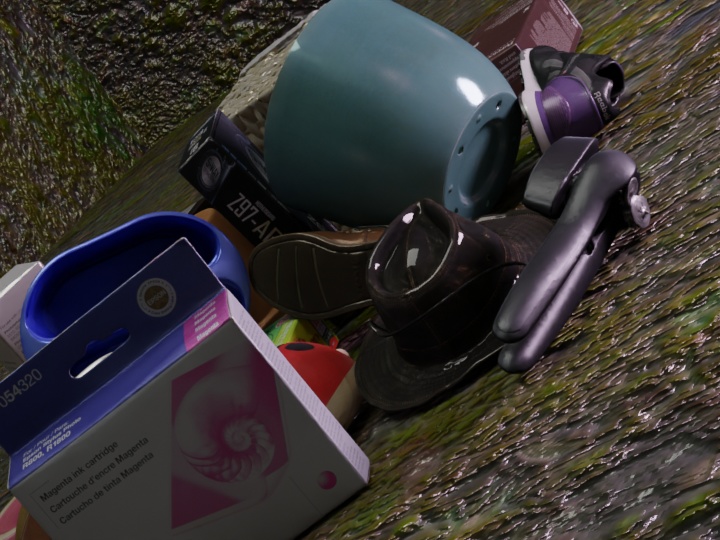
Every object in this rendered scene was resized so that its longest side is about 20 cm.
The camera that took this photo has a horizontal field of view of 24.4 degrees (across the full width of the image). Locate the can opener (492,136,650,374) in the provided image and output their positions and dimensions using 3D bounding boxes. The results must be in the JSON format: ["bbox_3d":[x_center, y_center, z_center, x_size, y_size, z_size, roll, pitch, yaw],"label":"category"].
[{"bbox_3d":[0.135,-0.009,1.097,0.078,0.064,0.201,3,47,32],"label":"can opener"}]

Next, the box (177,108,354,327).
[{"bbox_3d":[-0.077,-0.050,1.516,0.044,0.200,0.160,-43,11,8],"label":"box"}]

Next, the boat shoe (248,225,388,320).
[{"bbox_3d":[0.000,0.000,1.372,0.198,0.073,0.068,1,10,36],"label":"boat shoe"}]

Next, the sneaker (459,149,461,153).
[{"bbox_3d":[0.052,-0.098,1.597,0.115,0.074,0.200,-35,16,10],"label":"sneaker"}]

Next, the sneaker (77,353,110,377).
[{"bbox_3d":[-0.212,0.141,1.307,0.200,0.081,0.146,-47,-31,14],"label":"sneaker"}]

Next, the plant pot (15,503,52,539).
[{"bbox_3d":[-0.179,0.153,1.221,0.200,0.027,0.201,-40,-31,-29],"label":"plant pot"}]

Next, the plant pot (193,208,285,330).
[{"bbox_3d":[-0.147,0.039,1.557,0.199,0.140,0.200,-38,13,11],"label":"plant pot"}]

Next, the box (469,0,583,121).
[{"bbox_3d":[0.156,-0.211,1.694,0.100,0.075,0.200,-33,16,27],"label":"box"}]

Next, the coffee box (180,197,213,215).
[{"bbox_3d":[-0.195,0.021,1.825,0.079,0.113,0.200,-31,16,33],"label":"coffee box"}]

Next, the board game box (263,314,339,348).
[{"bbox_3d":[-0.115,0.115,1.412,0.199,0.048,0.102,-35,14,21],"label":"board game box"}]

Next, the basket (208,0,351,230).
[{"bbox_3d":[-0.036,-0.142,1.722,0.197,0.200,0.161,-28,19,43],"label":"basket"}]

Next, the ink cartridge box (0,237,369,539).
[{"bbox_3d":[-0.128,0.116,1.096,0.196,0.200,0.043,-37,12,12],"label":"ink cartridge box"}]

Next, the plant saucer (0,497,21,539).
[{"bbox_3d":[-0.272,0.215,1.525,0.200,0.051,0.201,-38,12,9],"label":"plant saucer"}]

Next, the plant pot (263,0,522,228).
[{"bbox_3d":[0.040,-0.118,1.417,0.160,0.202,0.201,24,55,28],"label":"plant pot"}]

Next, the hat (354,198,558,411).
[{"bbox_3d":[0.052,0.001,1.184,0.200,0.081,0.201,-35,23,16],"label":"hat"}]

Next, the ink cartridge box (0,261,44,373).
[{"bbox_3d":[-0.301,0.091,1.686,0.084,0.201,0.146,-43,13,-17],"label":"ink cartridge box"}]

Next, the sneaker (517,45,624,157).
[{"bbox_3d":[0.189,-0.155,1.447,0.087,0.076,0.200,-21,21,13],"label":"sneaker"}]

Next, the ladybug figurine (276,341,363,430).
[{"bbox_3d":[-0.071,0.119,1.214,0.135,0.072,0.200,-26,19,48],"label":"ladybug figurine"}]

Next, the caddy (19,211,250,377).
[{"bbox_3d":[-0.189,0.037,1.411,0.198,0.143,0.105,-26,-4,-8],"label":"caddy"}]
